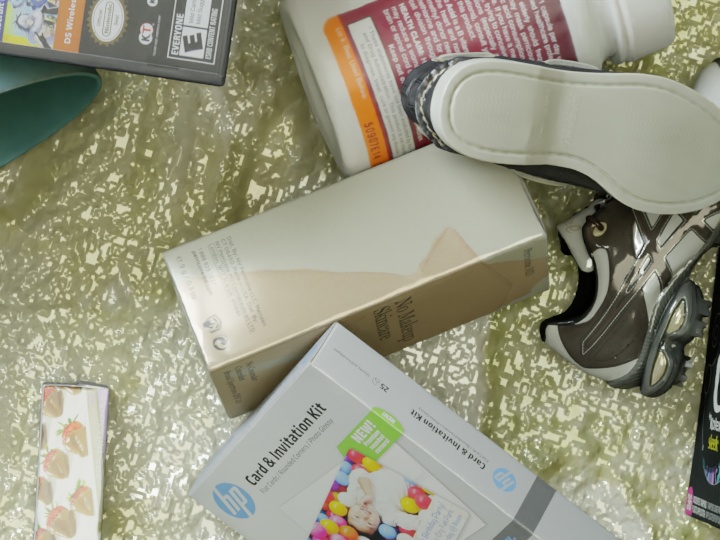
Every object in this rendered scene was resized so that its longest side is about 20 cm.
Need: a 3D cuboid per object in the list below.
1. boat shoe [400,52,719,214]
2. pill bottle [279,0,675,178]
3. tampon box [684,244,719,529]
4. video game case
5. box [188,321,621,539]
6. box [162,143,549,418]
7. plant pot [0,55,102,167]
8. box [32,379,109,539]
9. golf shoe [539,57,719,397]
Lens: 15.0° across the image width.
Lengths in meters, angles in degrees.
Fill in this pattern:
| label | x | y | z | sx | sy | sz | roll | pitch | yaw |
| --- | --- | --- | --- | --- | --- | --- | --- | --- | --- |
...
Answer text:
| label | x | y | z | sx | sy | sz | roll | pitch | yaw |
| --- | --- | --- | --- | --- | --- | --- | --- | --- | --- |
| boat shoe | 0.114 | -0.077 | 1.478 | 0.200 | 0.060 | 0.074 | 6 | 99 | -28 |
| pill bottle | 0.065 | -0.136 | 1.527 | 0.200 | 0.114 | 0.114 | -21 | 92 | -4 |
| tampon box | 0.268 | 0.052 | 1.528 | 0.126 | 0.150 | 0.201 | 7 | 89 | -6 |
| video game case | -0.143 | -0.203 | 1.360 | 0.180 | 0.026 | 0.201 | 8 | 95 | -9 |
| box | 0.023 | 0.137 | 1.511 | 0.200 | 0.156 | 0.041 | 39 | 46 | -4 |
| box | 0.000 | 0.000 | 1.521 | 0.200 | 0.095 | 0.078 | -22 | 69 | -2 |
| plant pot | -0.263 | -0.127 | 1.463 | 0.200 | 0.201 | 0.161 | -27 | 84 | -4 |
| box | -0.166 | 0.162 | 1.544 | 0.039 | 0.041 | 0.201 | 3 | 89 | -5 |
| golf shoe | 0.164 | -0.032 | 1.555 | 0.094 | 0.078 | 0.200 | 17 | 88 | -5 |
